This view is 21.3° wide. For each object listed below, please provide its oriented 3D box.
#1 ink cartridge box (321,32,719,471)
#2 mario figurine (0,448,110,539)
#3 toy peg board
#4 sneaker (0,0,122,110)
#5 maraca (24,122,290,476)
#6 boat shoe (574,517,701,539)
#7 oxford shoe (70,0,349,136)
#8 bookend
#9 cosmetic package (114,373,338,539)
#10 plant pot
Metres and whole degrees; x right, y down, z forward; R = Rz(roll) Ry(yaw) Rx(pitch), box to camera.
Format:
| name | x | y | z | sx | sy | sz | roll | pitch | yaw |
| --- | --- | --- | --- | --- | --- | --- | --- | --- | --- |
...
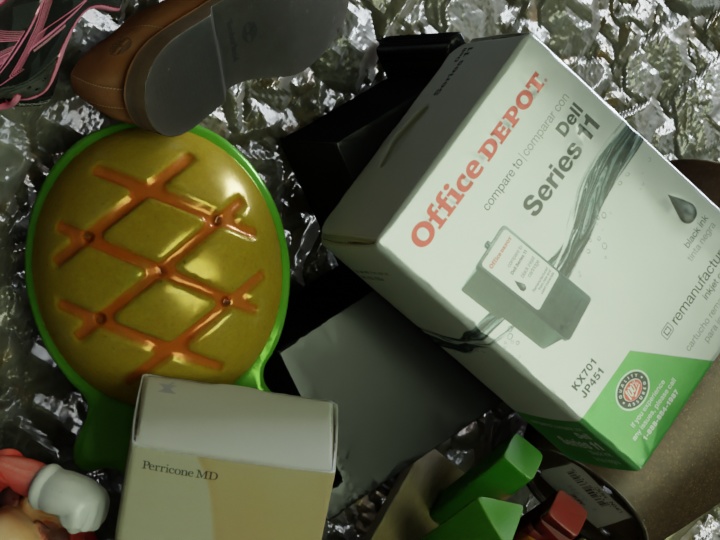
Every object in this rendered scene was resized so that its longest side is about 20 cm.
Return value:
| name | x | y | z | sx | sy | sz | roll | pitch | yaw |
| --- | --- | --- | --- | --- | --- | --- | --- | --- | --- |
| ink cartridge box | 0.101 | -0.010 | 1.026 | 0.200 | 0.083 | 0.147 | 40 | 78 | -18 |
| mario figurine | -0.206 | 0.127 | 0.939 | 0.200 | 0.123 | 0.106 | 40 | 61 | -29 |
| toy peg board | 0.092 | 0.211 | 1.087 | 0.199 | 0.098 | 0.200 | 40 | 45 | -6 |
| sneaker | -0.192 | -0.103 | 0.948 | 0.200 | 0.079 | 0.095 | -49 | 133 | -18 |
| maraca | -0.102 | 0.021 | 0.994 | 0.137 | 0.107 | 0.200 | -8 | 92 | -3 |
| boat shoe | 0.182 | 0.141 | 1.245 | 0.068 | 0.072 | 0.200 | 44 | 62 | -18 |
| oxford shoe | -0.076 | -0.134 | 1.026 | 0.200 | 0.071 | 0.071 | -33 | 128 | -46 |
| bookend | 0.000 | 0.000 | 1.082 | 0.200 | 0.092 | 0.199 | -33 | 108 | -21 |
| cosmetic package | -0.077 | 0.160 | 0.971 | 0.105 | 0.071 | 0.200 | 7 | 116 | -5 |
| plant pot | 0.189 | 0.067 | 1.161 | 0.200 | 0.187 | 0.187 | -48 | 121 | -24 |
